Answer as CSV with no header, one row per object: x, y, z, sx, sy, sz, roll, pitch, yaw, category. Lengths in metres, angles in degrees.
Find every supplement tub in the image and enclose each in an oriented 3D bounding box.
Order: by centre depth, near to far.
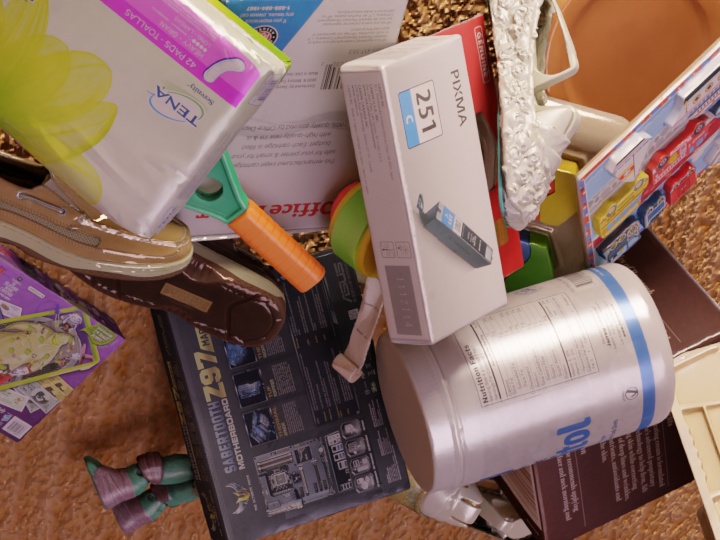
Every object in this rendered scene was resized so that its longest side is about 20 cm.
0.125,0.081,1.687,0.200,0.132,0.132,-17,134,-12,supplement tub

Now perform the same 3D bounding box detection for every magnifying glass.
-0.100,-0.053,1.541,0.080,0.022,0.200,-36,120,21,magnifying glass

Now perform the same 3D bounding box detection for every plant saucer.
0.205,-0.168,1.702,0.200,0.037,0.201,-7,110,-18,plant saucer

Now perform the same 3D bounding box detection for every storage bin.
0.316,0.187,1.770,0.094,0.199,0.200,-18,136,5,storage bin

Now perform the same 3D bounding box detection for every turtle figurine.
-0.114,0.141,1.778,0.200,0.101,0.150,-25,136,-3,turtle figurine

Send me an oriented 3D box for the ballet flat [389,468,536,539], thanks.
0.101,0.205,1.982,0.200,0.071,0.071,20,114,-41,ballet flat

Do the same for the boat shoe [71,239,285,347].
-0.148,-0.013,1.639,0.202,0.075,0.075,31,118,-20,boat shoe

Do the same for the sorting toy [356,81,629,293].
0.095,-0.049,1.708,0.185,0.037,0.200,15,124,-6,sorting toy

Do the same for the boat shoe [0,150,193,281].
-0.209,-0.049,1.529,0.200,0.072,0.076,12,115,-9,boat shoe

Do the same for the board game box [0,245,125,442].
-0.279,0.043,1.637,0.120,0.032,0.200,-40,137,10,board game box

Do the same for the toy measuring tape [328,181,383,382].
0.000,0.000,1.622,0.073,0.074,0.200,1,124,-32,toy measuring tape

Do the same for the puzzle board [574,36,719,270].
0.241,-0.094,1.699,0.200,0.017,0.151,-43,154,-14,puzzle board

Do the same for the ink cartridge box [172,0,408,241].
-0.066,-0.129,1.579,0.146,0.086,0.200,-5,130,-28,ink cartridge box

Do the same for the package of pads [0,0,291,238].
-0.169,-0.135,1.449,0.200,0.068,0.155,38,105,-1,package of pads

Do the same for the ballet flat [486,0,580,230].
0.127,-0.131,1.613,0.072,0.200,0.072,-3,167,-1,ballet flat

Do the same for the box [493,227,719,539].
0.196,0.095,1.874,0.200,0.164,0.166,-24,135,-12,box

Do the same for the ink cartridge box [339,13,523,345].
0.069,-0.069,1.579,0.176,0.045,0.200,-27,112,-47,ink cartridge box

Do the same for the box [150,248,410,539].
-0.062,0.097,1.722,0.157,0.051,0.200,-17,94,-21,box
